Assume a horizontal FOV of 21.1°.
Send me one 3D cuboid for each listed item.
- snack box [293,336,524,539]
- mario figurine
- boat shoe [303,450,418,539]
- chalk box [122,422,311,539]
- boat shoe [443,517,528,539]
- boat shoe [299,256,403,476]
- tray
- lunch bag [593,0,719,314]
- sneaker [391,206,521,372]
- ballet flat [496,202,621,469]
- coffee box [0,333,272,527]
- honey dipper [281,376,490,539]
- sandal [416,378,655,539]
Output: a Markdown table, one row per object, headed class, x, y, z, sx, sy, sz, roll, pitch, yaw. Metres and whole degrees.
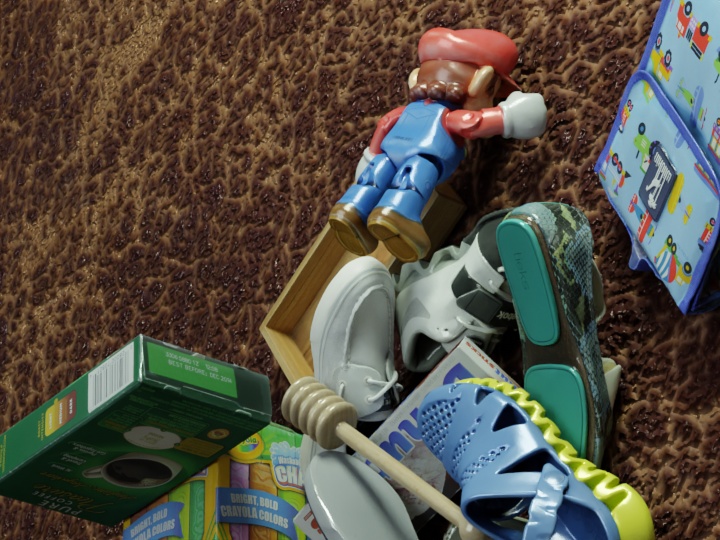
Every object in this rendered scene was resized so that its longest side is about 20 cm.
| class | x | y | z | sx | sy | sz | roll | pitch | yaw |
| --- | --- | --- | --- | --- | --- | --- | --- | --- | --- |
| snack box | 0.037 | 0.139 | 1.387 | 0.200 | 0.072 | 0.024 | -48 | -2 | 27 |
| mario figurine | 0.065 | -0.089 | 1.433 | 0.123 | 0.106 | 0.201 | 27 | 69 | 12 |
| boat shoe | 0.016 | 0.219 | 1.349 | 0.200 | 0.072 | 0.066 | 51 | 129 | 20 |
| chalk box | -0.102 | 0.188 | 1.496 | 0.124 | 0.123 | 0.202 | -30 | 51 | 40 |
| boat shoe | 0.109 | 0.213 | 1.265 | 0.202 | 0.060 | 0.073 | 39 | 105 | 52 |
| boat shoe | 0.000 | 0.090 | 1.423 | 0.068 | 0.072 | 0.202 | 36 | 122 | 41 |
| tray | 0.000 | 0.000 | 1.529 | 0.201 | 0.037 | 0.099 | -57 | 38 | 18 |
| lunch bag | 0.228 | -0.081 | 1.247 | 0.201 | 0.093 | 0.151 | -63 | 36 | 30 |
| sneaker | 0.093 | 0.019 | 1.373 | 0.200 | 0.073 | 0.089 | -34 | 48 | 52 |
| ballet flat | 0.142 | 0.051 | 1.283 | 0.074 | 0.074 | 0.202 | 8 | 110 | 53 |
| coffee box | -0.173 | 0.120 | 1.419 | 0.199 | 0.122 | 0.044 | -36 | 48 | 37 |
| honey dipper | 0.020 | 0.132 | 1.336 | 0.199 | 0.038 | 0.038 | 31 | 99 | 40 |
| sandal | 0.097 | 0.137 | 1.251 | 0.200 | 0.086 | 0.080 | 35 | 133 | 44 |
